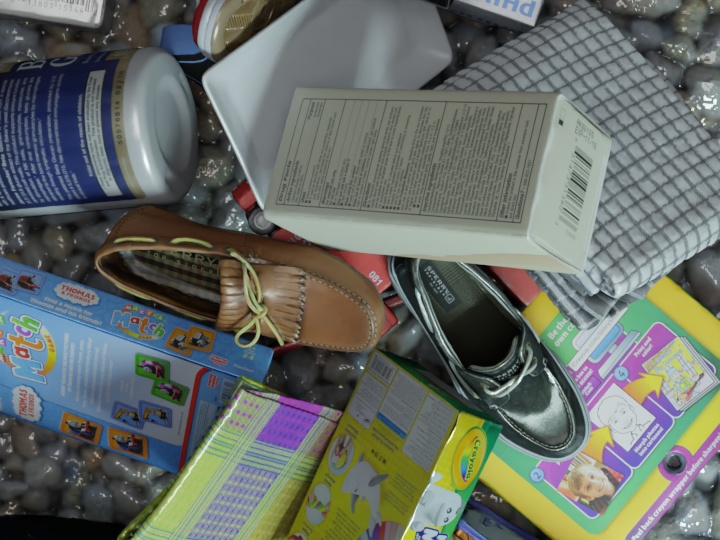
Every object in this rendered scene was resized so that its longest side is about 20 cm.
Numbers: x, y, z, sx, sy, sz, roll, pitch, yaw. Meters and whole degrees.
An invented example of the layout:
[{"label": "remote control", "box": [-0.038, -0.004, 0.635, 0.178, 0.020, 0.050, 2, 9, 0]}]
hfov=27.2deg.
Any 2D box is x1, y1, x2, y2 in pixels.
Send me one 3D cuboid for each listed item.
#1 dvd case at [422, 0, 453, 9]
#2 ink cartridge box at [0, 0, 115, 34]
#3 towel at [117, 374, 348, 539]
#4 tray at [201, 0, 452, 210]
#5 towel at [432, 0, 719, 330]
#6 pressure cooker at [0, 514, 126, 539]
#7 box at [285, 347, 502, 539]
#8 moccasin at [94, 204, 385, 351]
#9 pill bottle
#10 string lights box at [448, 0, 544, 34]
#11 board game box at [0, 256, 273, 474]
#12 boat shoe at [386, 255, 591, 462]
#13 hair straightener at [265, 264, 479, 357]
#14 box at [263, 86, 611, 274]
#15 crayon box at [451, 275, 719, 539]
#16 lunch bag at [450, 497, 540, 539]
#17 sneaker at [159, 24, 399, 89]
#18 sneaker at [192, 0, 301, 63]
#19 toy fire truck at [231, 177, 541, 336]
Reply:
[{"label": "dvd case", "box": [0.002, -0.272, 1.024, 0.199, 0.025, 0.151, 24, 65, 13]}, {"label": "ink cartridge box", "box": [-0.272, -0.279, 1.102, 0.199, 0.045, 0.177, 10, 92, 1]}, {"label": "towel", "box": [-0.074, 0.146, 1.036, 0.023, 0.200, 0.144, 38, 95, 28]}, {"label": "tray", "box": [-0.022, -0.139, 1.017, 0.200, 0.022, 0.108, -41, 123, -27]}, {"label": "towel", "box": [0.156, -0.072, 1.030, 0.165, 0.086, 0.200, -32, 74, -30]}, {"label": "pressure cooker", "box": [-0.212, 0.284, 1.042, 0.175, 0.179, 0.201, 10, 90, -1]}, {"label": "box", "box": [0.012, 0.168, 1.027, 0.048, 0.117, 0.201, 22, 97, -35]}, {"label": "moccasin", "box": [-0.081, 0.011, 0.997, 0.201, 0.078, 0.074, 22, 123, 9]}, {"label": "pill bottle", "box": [-0.226, -0.095, 1.063, 0.199, 0.111, 0.112, -4, 91, 14]}, {"label": "string lights box", "box": [0.109, -0.283, 1.082, 0.102, 0.059, 0.201, 18, 91, 2]}, {"label": "board game box", "box": [-0.169, 0.078, 1.059, 0.199, 0.152, 0.037, 18, 51, 1]}, {"label": "boat shoe", "box": [0.087, 0.059, 1.013, 0.072, 0.071, 0.200, -42, 101, 1]}, {"label": "hair straightener", "box": [0.000, 0.000, 1.099, 0.199, 0.041, 0.077, -20, 90, 2]}, {"label": "box", "box": [0.045, -0.058, 0.934, 0.199, 0.078, 0.095, 8, 78, 36]}, {"label": "crayon box", "box": [0.172, 0.094, 1.087, 0.172, 0.058, 0.200, 40, 91, 2]}, {"label": "lunch bag", "box": [0.110, 0.283, 1.058, 0.200, 0.124, 0.170, 33, 96, -1]}, {"label": "sneaker", "box": [-0.059, -0.118, 1.085, 0.199, 0.070, 0.078, 18, 87, 1]}, {"label": "sneaker", "box": [-0.100, -0.203, 1.033, 0.112, 0.200, 0.071, 27, 117, 7]}, {"label": "toy fire truck", "box": [0.022, -0.026, 1.055, 0.141, 0.049, 0.200, -42, 100, 0]}]
